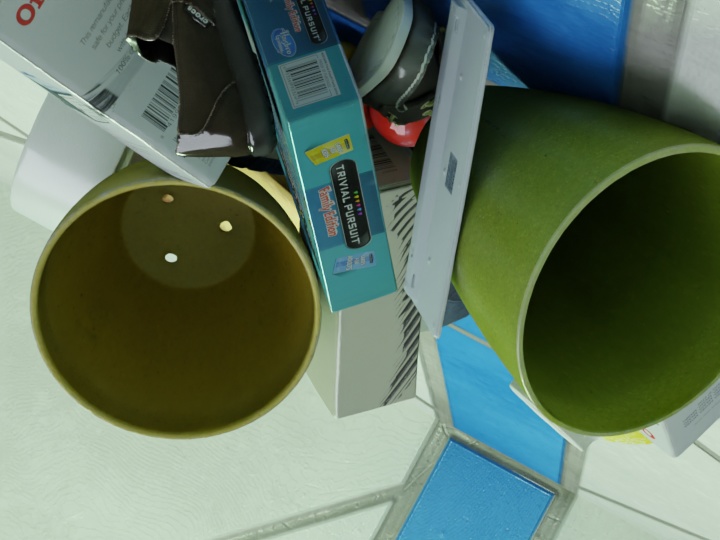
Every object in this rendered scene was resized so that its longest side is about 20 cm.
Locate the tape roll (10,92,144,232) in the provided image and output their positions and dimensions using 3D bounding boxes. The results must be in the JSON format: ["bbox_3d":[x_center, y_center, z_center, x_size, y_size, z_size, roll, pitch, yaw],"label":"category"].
[{"bbox_3d":[-0.183,-0.118,1.809,0.070,0.203,0.202,28,172,3],"label":"tape roll"}]

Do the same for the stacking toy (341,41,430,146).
[{"bbox_3d":[-0.029,-0.130,1.647,0.199,0.086,0.085,20,169,24],"label":"stacking toy"}]

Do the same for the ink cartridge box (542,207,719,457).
[{"bbox_3d":[0.175,0.021,1.621,0.145,0.084,0.200,42,171,30],"label":"ink cartridge box"}]

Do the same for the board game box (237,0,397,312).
[{"bbox_3d":[-0.029,-0.094,1.466,0.200,0.047,0.152,77,174,-56],"label":"board game box"}]

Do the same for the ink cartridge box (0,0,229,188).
[{"bbox_3d":[-0.146,-0.169,1.539,0.200,0.147,0.086,35,172,-33],"label":"ink cartridge box"}]

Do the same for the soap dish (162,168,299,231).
[{"bbox_3d":[-0.052,-0.044,1.827,0.200,0.081,0.157,41,142,-7],"label":"soap dish"}]

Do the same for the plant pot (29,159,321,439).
[{"bbox_3d":[-0.126,-0.004,1.704,0.199,0.200,0.142,31,-157,-15],"label":"plant pot"}]

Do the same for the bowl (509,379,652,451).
[{"bbox_3d":[0.183,0.078,1.925,0.200,0.108,0.200,41,179,1],"label":"bowl"}]

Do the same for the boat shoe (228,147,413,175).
[{"bbox_3d":[-0.006,-0.098,1.735,0.199,0.073,0.072,11,171,-17],"label":"boat shoe"}]

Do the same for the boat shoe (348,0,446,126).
[{"bbox_3d":[0.029,-0.126,1.478,0.060,0.072,0.202,28,178,-5],"label":"boat shoe"}]

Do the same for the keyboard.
[{"bbox_3d":[0.052,-0.060,1.412,0.011,0.201,0.056,-4,-150,-22],"label":"keyboard"}]

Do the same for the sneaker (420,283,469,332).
[{"bbox_3d":[0.106,-0.038,1.703,0.203,0.145,0.077,108,147,-54],"label":"sneaker"}]

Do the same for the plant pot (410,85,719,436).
[{"bbox_3d":[0.119,-0.032,1.457,0.187,0.187,0.200,36,-175,-42],"label":"plant pot"}]

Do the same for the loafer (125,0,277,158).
[{"bbox_3d":[-0.108,-0.157,1.431,0.073,0.071,0.201,89,163,-76],"label":"loafer"}]

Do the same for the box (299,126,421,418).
[{"bbox_3d":[0.000,0.000,1.694,0.082,0.068,0.201,-123,26,-44],"label":"box"}]
